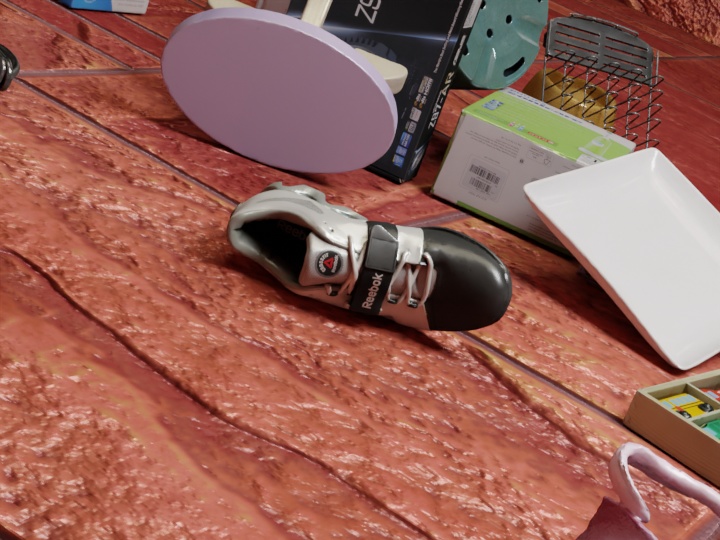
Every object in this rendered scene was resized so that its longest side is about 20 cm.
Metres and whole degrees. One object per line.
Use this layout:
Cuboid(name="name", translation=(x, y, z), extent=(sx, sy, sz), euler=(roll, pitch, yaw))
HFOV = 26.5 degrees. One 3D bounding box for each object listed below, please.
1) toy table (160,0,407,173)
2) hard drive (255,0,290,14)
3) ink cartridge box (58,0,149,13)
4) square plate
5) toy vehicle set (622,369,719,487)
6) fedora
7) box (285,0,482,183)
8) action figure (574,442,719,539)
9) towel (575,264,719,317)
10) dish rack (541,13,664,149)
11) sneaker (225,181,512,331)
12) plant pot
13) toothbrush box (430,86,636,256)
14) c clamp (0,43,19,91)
Cuboid(name="toy table", translation=(-0.058, -0.173, 1.288), extent=(0.199, 0.184, 0.117), euler=(30, 33, -10))
Cuboid(name="hard drive", translation=(-0.028, -0.219, 1.485), extent=(0.199, 0.133, 0.027), euler=(34, 23, 33))
Cuboid(name="ink cartridge box", translation=(-0.249, -0.369, 1.554), extent=(0.067, 0.201, 0.116), euler=(30, 21, 27))
Cuboid(name="square plate", translation=(0.248, -0.011, 1.263), extent=(0.199, 0.029, 0.199), euler=(-17, 61, -44))
Cuboid(name="toy vehicle set", translation=(0.283, 0.115, 1.067), extent=(0.124, 0.027, 0.199), euler=(33, 22, 31))
Cuboid(name="fedora", translation=(0.228, -0.172, 1.706), extent=(0.199, 0.082, 0.201), euler=(20, 18, -7))
Cuboid(name="box", translation=(0.009, -0.203, 1.375), extent=(0.159, 0.201, 0.044), euler=(26, 18, 13))
Cuboid(name="action figure", translation=(0.135, 0.173, 0.583), extent=(0.133, 0.150, 0.200), euler=(26, 4, -4))
Cuboid(name="towel", translation=(0.269, 0.006, 1.361), extent=(0.143, 0.023, 0.200), euler=(23, 19, 8))
Cuboid(name="dish rack", translation=(0.258, -0.176, 1.617), extent=(0.152, 0.202, 0.054), euler=(13, -17, -21))
Cuboid(name="sneaker", translation=(0.000, 0.000, 1.018), extent=(0.198, 0.075, 0.088), euler=(16, 17, 17))
Cuboid(name="plant pot", translation=(0.070, -0.263, 1.532), extent=(0.199, 0.202, 0.195), euler=(1, 10, -45))
Cuboid(name="toothbrush box", translation=(0.166, -0.098, 1.434), extent=(0.145, 0.087, 0.200), euler=(25, 20, 10))
Cuboid(name="c clamp", translation=(-0.348, -0.168, 1.179), extent=(0.199, 0.027, 0.171), euler=(3, 21, -40))
